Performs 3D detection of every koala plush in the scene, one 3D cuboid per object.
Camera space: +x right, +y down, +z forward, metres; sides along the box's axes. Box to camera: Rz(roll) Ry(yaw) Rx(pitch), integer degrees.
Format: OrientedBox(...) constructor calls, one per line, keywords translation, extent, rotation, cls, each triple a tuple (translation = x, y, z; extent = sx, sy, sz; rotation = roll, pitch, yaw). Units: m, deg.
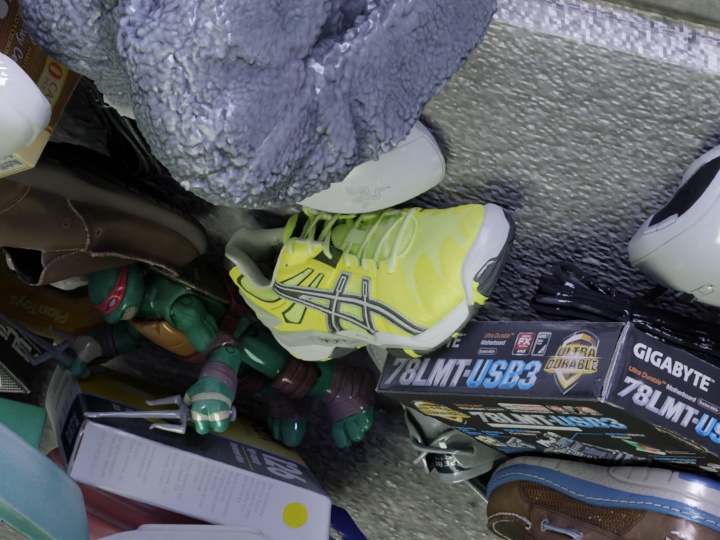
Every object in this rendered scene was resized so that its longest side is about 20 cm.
OrientedBox(translation=(-0.080, -0.123, 1.316), extent=(0.200, 0.184, 0.177), rotation=(15, 152, 40), cls="koala plush")

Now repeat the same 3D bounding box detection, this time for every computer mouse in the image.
OrientedBox(translation=(0.163, -0.001, 1.435), extent=(0.110, 0.044, 0.200), rotation=(26, 152, -5), cls="computer mouse")
OrientedBox(translation=(-0.056, -0.066, 1.503), extent=(0.200, 0.044, 0.110), rotation=(13, 149, 19), cls="computer mouse")

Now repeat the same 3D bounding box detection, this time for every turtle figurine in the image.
OrientedBox(translation=(-0.095, 0.044, 1.660), extent=(0.200, 0.101, 0.150), rotation=(23, -177, -31), cls="turtle figurine")

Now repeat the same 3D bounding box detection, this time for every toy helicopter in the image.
OrientedBox(translation=(-0.223, 0.019, 1.703), extent=(0.200, 0.132, 0.079), rotation=(20, -176, -32), cls="toy helicopter")

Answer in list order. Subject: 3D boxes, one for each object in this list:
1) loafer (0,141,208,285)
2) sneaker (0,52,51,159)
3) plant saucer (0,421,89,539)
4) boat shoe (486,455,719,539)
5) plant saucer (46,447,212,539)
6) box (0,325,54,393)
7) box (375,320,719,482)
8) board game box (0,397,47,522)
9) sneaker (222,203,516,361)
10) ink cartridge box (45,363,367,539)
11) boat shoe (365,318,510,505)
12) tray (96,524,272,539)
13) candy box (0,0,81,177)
OrientedBox(translation=(-0.162, -0.028, 1.559), extent=(0.073, 0.071, 0.200), rotation=(35, -170, 40), cls="loafer")
OrientedBox(translation=(-0.222, -0.048, 1.367), extent=(0.200, 0.089, 0.075), rotation=(-10, 135, 45), cls="sneaker")
OrientedBox(translation=(-0.218, 0.090, 1.590), extent=(0.200, 0.036, 0.200), rotation=(34, 169, 7), cls="plant saucer")
OrientedBox(translation=(0.119, 0.141, 1.547), extent=(0.072, 0.072, 0.200), rotation=(25, 165, -23), cls="boat shoe")
OrientedBox(translation=(-0.104, 0.145, 1.804), extent=(0.200, 0.051, 0.201), rotation=(21, -174, -2), cls="plant saucer")
OrientedBox(translation=(-0.311, 0.012, 1.827), extent=(0.200, 0.044, 0.160), rotation=(1, 144, 36), cls="box")
OrientedBox(translation=(0.142, 0.081, 1.536), extent=(0.198, 0.050, 0.200), rotation=(28, 163, -29), cls="box")
OrientedBox(translation=(-0.289, 0.110, 1.912), extent=(0.152, 0.045, 0.200), rotation=(14, 163, -8), cls="board game box")
OrientedBox(translation=(0.000, 0.000, 1.544), extent=(0.076, 0.075, 0.200), rotation=(38, 147, -26), cls="sneaker")
OrientedBox(translation=(-0.079, 0.113, 1.721), extent=(0.200, 0.047, 0.198), rotation=(17, -175, -12), cls="ink cartridge box")
OrientedBox(translation=(0.065, 0.087, 1.645), extent=(0.070, 0.072, 0.201), rotation=(-10, 138, 46), cls="boat shoe")
OrientedBox(translation=(-0.072, 0.184, 1.679), extent=(0.107, 0.022, 0.200), rotation=(0, 153, 15), cls="tray")
OrientedBox(translation=(-0.217, -0.147, 1.410), extent=(0.200, 0.115, 0.055), rotation=(40, 148, -28), cls="candy box")
